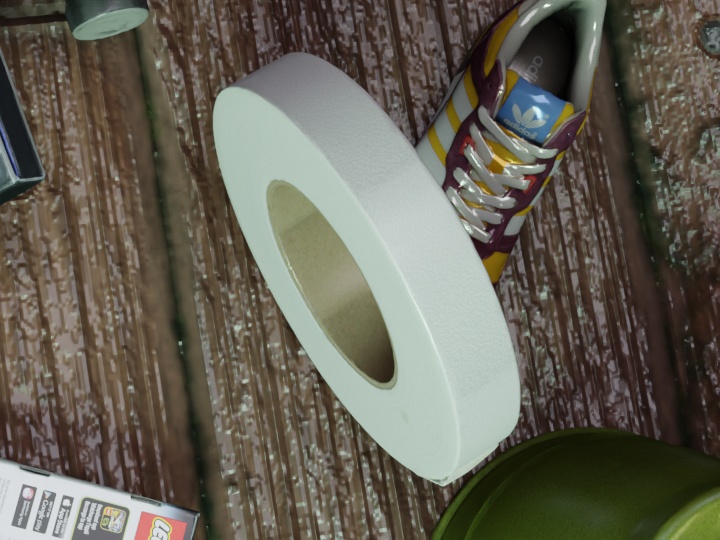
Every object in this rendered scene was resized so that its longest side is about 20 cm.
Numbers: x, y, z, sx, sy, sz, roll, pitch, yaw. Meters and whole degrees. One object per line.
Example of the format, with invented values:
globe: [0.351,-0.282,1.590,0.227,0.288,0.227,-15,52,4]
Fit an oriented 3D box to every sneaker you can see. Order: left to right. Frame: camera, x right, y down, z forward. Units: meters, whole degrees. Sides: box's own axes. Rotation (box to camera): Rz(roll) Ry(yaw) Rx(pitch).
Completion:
sneaker: [0.064,-0.057,0.807,0.074,0.090,0.202,24,75,-9]

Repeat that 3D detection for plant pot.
plant pot: [0.145,0.167,0.735,0.198,0.193,0.203,2,80,-14]

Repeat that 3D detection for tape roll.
tape roll: [0.000,0.000,0.724,0.037,0.203,0.204,-31,89,-17]

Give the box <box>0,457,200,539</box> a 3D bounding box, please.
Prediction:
box: [-0.152,0.197,0.736,0.109,0.035,0.202,17,77,-11]

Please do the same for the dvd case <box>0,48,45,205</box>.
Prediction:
dvd case: [-0.230,-0.106,0.722,0.025,0.149,0.202,-13,81,-57]

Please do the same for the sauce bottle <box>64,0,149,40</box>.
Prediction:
sauce bottle: [-0.153,-0.215,0.794,0.065,0.066,0.202,-15,86,-16]
